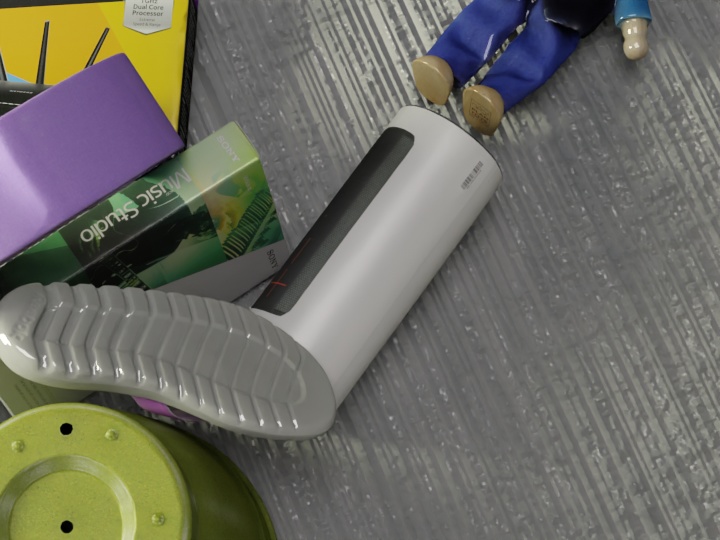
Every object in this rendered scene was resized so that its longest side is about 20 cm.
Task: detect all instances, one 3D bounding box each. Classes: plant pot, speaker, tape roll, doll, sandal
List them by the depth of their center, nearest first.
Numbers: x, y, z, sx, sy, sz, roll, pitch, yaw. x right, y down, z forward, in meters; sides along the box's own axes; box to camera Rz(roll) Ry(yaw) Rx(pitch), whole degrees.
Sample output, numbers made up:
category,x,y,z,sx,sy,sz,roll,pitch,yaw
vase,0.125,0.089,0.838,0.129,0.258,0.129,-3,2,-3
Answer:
category,x,y,z,sx,sy,sz,roll,pitch,yaw
plant pot,-0.149,0.157,1.047,0.200,0.193,0.201,0,72,1
sandal,-0.110,0.052,1.060,0.203,0.050,0.083,18,49,-21
tape roll,-0.199,-0.042,1.064,0.200,0.200,0.066,-33,96,-9
speaker,0.000,0.000,1.155,0.081,0.081,0.200,34,76,11
doll,0.127,-0.174,1.224,0.136,0.048,0.200,34,69,21

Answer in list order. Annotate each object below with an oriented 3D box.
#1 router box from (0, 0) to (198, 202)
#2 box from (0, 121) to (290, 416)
category,x,y,z,sx,sy,sz,roll,pitch,yaw
router box,-0.209,-0.120,1.210,0.200,0.051,0.149,2,72,3
box,-0.138,0.007,1.119,0.200,0.144,0.036,-35,67,-9
